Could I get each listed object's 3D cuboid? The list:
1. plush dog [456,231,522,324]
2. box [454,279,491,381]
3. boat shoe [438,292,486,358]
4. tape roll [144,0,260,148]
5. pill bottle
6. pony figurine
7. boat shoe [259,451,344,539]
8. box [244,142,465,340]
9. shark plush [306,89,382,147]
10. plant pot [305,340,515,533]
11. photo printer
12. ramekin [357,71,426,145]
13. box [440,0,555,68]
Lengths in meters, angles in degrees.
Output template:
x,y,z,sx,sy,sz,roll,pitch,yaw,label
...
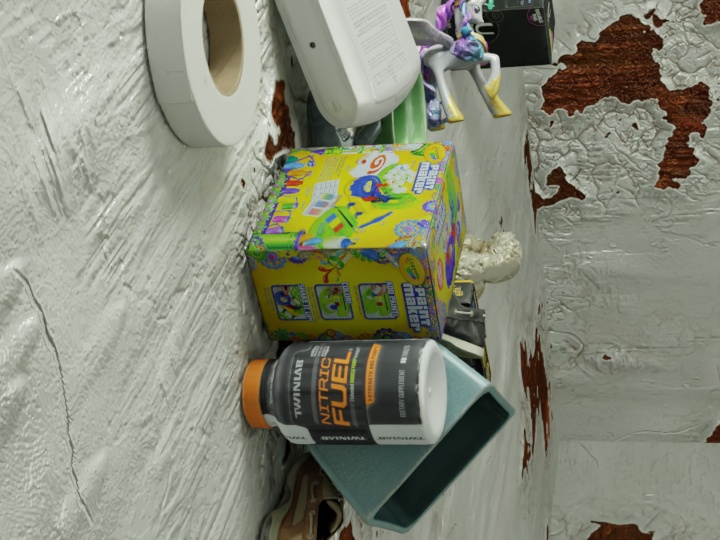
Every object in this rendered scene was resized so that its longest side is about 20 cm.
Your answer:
x,y,z,sx,sy,sz,roll,pitch,yaw,label
0.128,-0.002,1.926,0.160,0.172,0.201,18,104,-38,plush dog
0.097,0.101,1.770,0.050,0.158,0.201,-75,158,-44,box
0.080,0.046,1.456,0.199,0.071,0.068,27,75,-43,boat shoe
-0.141,-0.213,1.140,0.203,0.037,0.205,-1,90,-75,tape roll
-0.018,0.125,1.259,0.106,0.198,0.107,-3,90,-72,pill bottle
0.117,-0.308,1.785,0.166,0.191,0.202,-4,83,-77,pony figurine
-0.051,0.269,1.372,0.200,0.071,0.076,-63,149,-60,boat shoe
0.002,-0.034,1.337,0.201,0.191,0.123,-71,154,-51,box
-0.049,-0.119,1.498,0.083,0.090,0.202,-4,114,-56,shark plush
0.028,0.150,1.395,0.196,0.200,0.196,-47,158,0,plant pot
-0.009,-0.272,1.431,0.166,0.069,0.201,-43,116,-46,photo printer
0.019,-0.196,1.620,0.200,0.097,0.202,-1,90,-75,ramekin
0.263,-0.478,2.352,0.149,0.198,0.125,71,23,-50,box
